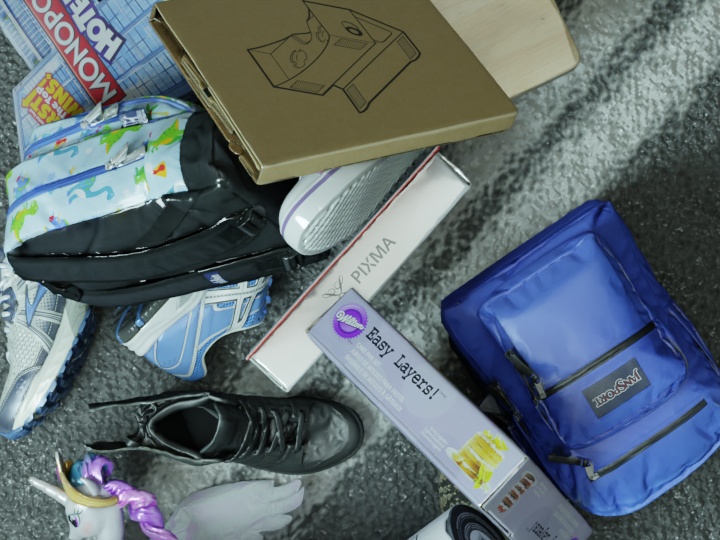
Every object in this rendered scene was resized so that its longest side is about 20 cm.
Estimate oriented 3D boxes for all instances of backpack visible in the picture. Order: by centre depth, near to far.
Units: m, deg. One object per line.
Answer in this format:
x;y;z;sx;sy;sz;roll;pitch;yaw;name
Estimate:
-0.148;-0.044;1.465;0.199;0.163;0.155;-27;62;19;backpack
0.164;0.075;1.530;0.162;0.168;0.201;-33;93;6;backpack

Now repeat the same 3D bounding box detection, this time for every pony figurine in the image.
-0.140;0.226;1.542;0.192;0.167;0.202;1;105;6;pony figurine

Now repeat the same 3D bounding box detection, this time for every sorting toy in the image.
0.027;-0.191;1.562;0.199;0.070;0.200;-25;85;-1;sorting toy

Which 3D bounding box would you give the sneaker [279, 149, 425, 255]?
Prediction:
-0.025;-0.093;1.446;0.114;0.073;0.201;32;45;10;sneaker

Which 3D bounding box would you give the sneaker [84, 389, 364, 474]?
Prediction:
-0.095;0.117;1.552;0.198;0.104;0.060;5;89;-1;sneaker

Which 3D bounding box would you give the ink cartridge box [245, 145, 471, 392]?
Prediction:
0.000;0.000;1.519;0.044;0.174;0.200;42;89;-2;ink cartridge box

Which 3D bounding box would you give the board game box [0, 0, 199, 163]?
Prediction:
-0.193;-0.168;1.542;0.200;0.062;0.200;-40;81;24;board game box

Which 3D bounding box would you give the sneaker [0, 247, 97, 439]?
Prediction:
-0.233;0.024;1.571;0.085;0.077;0.201;20;80;3;sneaker

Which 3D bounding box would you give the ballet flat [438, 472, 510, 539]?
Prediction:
0.111;0.229;1.571;0.067;0.075;0.201;-20;90;2;ballet flat

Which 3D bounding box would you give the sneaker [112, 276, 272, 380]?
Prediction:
-0.092;-0.006;1.578;0.200;0.076;0.077;-46;113;-1;sneaker

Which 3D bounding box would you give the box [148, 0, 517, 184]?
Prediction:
-0.019;-0.135;1.423;0.199;0.021;0.164;-14;53;-30;box

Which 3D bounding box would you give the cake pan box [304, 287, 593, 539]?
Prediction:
0.066;0.115;1.486;0.052;0.200;0.184;-44;60;-1;cake pan box

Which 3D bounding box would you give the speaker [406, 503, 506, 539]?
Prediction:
0.016;0.252;1.532;0.200;0.081;0.081;-39;91;22;speaker
